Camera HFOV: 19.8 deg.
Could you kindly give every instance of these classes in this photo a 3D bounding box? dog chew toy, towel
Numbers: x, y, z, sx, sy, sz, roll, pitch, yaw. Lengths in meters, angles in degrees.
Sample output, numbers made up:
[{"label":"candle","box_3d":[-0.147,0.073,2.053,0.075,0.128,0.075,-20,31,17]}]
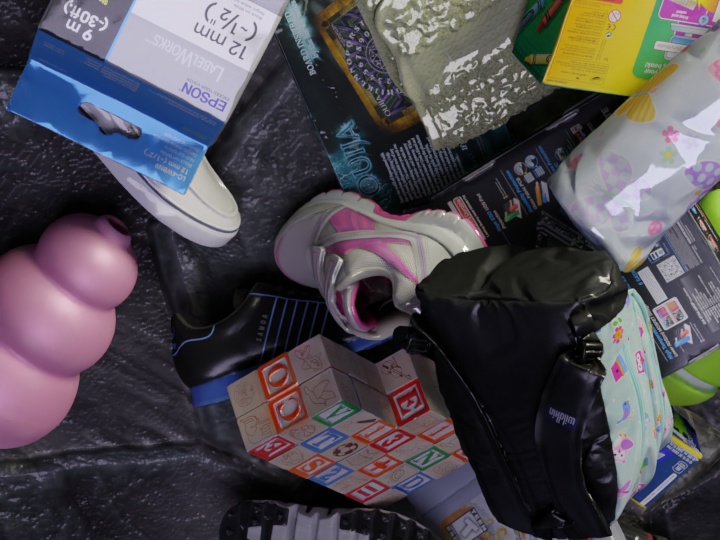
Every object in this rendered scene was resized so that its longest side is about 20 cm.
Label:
[{"label":"dog chew toy","box_3d":[-0.242,0.038,1.546,0.124,0.125,0.200,35,108,-21]},{"label":"towel","box_3d":[0.109,-0.181,1.435,0.200,0.036,0.148,-31,122,2]}]

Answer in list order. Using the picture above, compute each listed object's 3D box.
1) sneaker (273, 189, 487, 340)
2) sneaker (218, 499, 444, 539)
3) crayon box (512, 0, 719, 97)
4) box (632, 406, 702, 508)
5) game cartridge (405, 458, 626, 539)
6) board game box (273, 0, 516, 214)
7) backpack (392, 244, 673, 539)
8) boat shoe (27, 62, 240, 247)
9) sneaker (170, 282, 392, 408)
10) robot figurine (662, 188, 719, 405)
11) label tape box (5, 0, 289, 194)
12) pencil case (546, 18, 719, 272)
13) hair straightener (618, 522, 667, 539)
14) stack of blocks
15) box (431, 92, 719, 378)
[{"label":"sneaker","box_3d":[0.000,0.000,1.491,0.200,0.088,0.081,5,132,48]},{"label":"sneaker","box_3d":[-0.008,0.223,1.671,0.200,0.090,0.067,7,83,18]},{"label":"crayon box","box_3d":[0.217,-0.179,1.414,0.200,0.058,0.119,6,117,-23]},{"label":"box","box_3d":[0.171,0.100,1.620,0.200,0.064,0.070,35,115,-20]},{"label":"game cartridge","box_3d":[0.132,0.210,1.634,0.133,0.042,0.200,-39,75,22]},{"label":"board game box","box_3d":[0.024,-0.137,1.489,0.135,0.028,0.200,-17,121,10]},{"label":"backpack","box_3d":[0.134,0.083,1.398,0.167,0.127,0.200,6,124,42]},{"label":"boat shoe","box_3d":[-0.148,-0.101,1.489,0.066,0.072,0.200,-35,108,24]},{"label":"sneaker","box_3d":[-0.047,0.039,1.576,0.200,0.070,0.078,-19,88,-7]},{"label":"robot figurine","box_3d":[0.260,0.020,1.540,0.175,0.116,0.200,33,116,-24]},{"label":"label tape box","box_3d":[-0.138,-0.165,1.405,0.143,0.066,0.200,26,97,-9]},{"label":"pencil case","box_3d":[0.219,-0.089,1.382,0.091,0.083,0.200,43,101,-15]},{"label":"hair straightener","box_3d":[0.178,0.225,1.721,0.200,0.041,0.077,17,126,-17]},{"label":"stack of blocks","box_3d":[0.004,0.112,1.572,0.115,0.059,0.200,-31,149,19]},{"label":"box","box_3d":[0.169,-0.011,1.475,0.159,0.046,0.200,-32,91,21]}]
